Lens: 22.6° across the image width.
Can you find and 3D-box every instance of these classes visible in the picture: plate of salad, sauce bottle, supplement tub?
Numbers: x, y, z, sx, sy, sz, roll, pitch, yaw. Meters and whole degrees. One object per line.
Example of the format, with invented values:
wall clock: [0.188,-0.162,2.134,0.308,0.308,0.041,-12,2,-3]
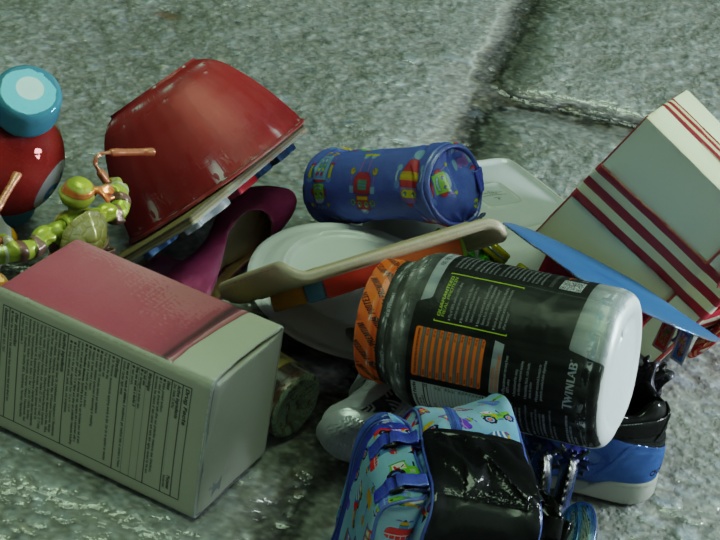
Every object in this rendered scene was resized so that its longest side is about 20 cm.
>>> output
plate of salad: [-0.005,0.025,1.622,0.199,0.048,0.200,10,35,-7]
sauce bottle: [-0.123,0.067,1.503,0.200,0.065,0.065,32,37,31]
supplement tub: [0.103,0.056,1.365,0.199,0.123,0.123,13,29,21]

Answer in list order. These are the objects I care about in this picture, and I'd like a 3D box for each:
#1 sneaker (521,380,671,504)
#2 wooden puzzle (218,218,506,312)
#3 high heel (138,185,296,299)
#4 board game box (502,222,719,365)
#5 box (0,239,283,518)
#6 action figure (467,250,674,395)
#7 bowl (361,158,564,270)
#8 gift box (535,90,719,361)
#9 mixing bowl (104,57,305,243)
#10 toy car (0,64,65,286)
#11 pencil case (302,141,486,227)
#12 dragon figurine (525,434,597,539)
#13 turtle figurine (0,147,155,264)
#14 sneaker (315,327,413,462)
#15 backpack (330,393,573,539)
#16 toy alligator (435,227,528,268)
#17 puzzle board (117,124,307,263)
sneaker: [0.149,0.122,1.441,0.199,0.112,0.077,7,30,-4]
wooden puzzle: [0.000,0.000,1.499,0.199,0.037,0.185,-12,-2,-22]
high heel: [-0.108,-0.017,1.640,0.096,0.068,0.200,20,35,38]
board game box: [0.194,0.023,1.469,0.158,0.039,0.200,22,10,-31]
box: [-0.175,0.080,1.402,0.199,0.128,0.109,22,31,19]
action figure: [0.160,0.067,1.526,0.200,0.102,0.119,33,9,8]
bowl: [0.125,-0.043,1.758,0.199,0.075,0.200,-9,35,-32]
gift box: [0.281,-0.026,1.626,0.187,0.185,0.200,45,31,5]
mixing bowl: [-0.162,-0.125,1.669,0.109,0.200,0.200,54,33,-9]
toy car: [-0.340,-0.047,1.582,0.176,0.184,0.201,-2,61,-20]
pencil case: [0.033,-0.079,1.680,0.087,0.078,0.200,-9,7,-38]
dragon figurine: [0.138,0.200,1.315,0.059,0.100,0.200,9,30,-1]
turtle figurine: [-0.235,-0.019,1.521,0.064,0.162,0.200,24,33,24]
sneaker: [0.016,0.081,1.480,0.200,0.075,0.115,-17,61,-46]
backpack: [0.049,0.175,1.252,0.134,0.183,0.200,11,26,-11]
toy alligator: [0.143,0.029,1.632,0.200,0.059,0.054,39,6,-2]
puzzle board: [-0.145,-0.058,1.653,0.017,0.150,0.200,55,40,-8]
